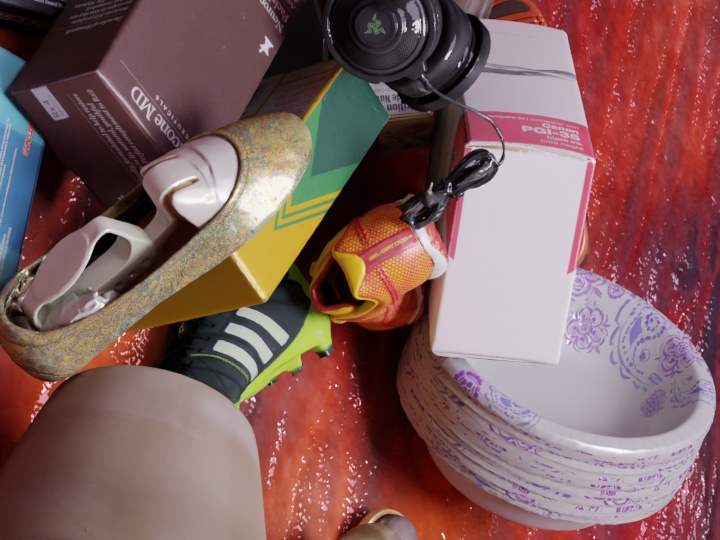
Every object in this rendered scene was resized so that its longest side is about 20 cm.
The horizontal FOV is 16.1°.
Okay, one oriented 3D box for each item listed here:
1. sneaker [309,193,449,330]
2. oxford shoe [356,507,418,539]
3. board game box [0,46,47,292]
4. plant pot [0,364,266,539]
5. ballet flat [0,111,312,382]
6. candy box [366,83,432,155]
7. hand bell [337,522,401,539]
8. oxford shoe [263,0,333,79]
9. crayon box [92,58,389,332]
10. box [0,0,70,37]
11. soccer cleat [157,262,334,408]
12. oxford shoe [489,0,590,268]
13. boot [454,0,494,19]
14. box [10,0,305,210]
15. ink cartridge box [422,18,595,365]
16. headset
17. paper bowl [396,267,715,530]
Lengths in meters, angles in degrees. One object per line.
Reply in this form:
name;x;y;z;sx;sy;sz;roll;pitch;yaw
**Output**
sneaker;0.000;0.000;1.541;0.077;0.200;0.073;-25;80;-8
oxford shoe;0.021;0.241;1.556;0.071;0.073;0.201;26;62;-42
board game box;-0.259;-0.072;1.333;0.200;0.047;0.152;30;59;-41
plant pot;-0.128;0.152;1.330;0.200;0.199;0.174;41;43;-35
ballet flat;-0.111;-0.021;1.338;0.200;0.071;0.071;-40;118;0
candy box;0.010;-0.182;1.617;0.115;0.055;0.201;78;6;-83
hand bell;-0.079;0.181;1.468;0.199;0.104;0.105;15;69;-32
oxford shoe;-0.053;-0.203;1.602;0.071;0.071;0.201;31;53;-75
crayon box;-0.081;-0.034;1.467;0.052;0.125;0.200;55;46;-24
box;-0.170;-0.230;1.474;0.199;0.047;0.194;12;75;-48
soccer cleat;-0.088;0.048;1.493;0.200;0.067;0.081;-35;98;-54
oxford shoe;0.118;-0.089;1.769;0.073;0.071;0.201;29;52;-74
boot;0.085;-0.233;1.711;0.187;0.064;0.201;-59;166;-60
box;-0.106;-0.138;1.438;0.100;0.075;0.201;52;48;-32
ink cartridge box;0.089;-0.054;1.591;0.200;0.082;0.147;-91;-173;-62
headset;0.017;-0.124;1.468;0.201;0.094;0.123;59;17;25
paper bowl;0.119;0.088;1.639;0.200;0.105;0.201;16;32;-10
